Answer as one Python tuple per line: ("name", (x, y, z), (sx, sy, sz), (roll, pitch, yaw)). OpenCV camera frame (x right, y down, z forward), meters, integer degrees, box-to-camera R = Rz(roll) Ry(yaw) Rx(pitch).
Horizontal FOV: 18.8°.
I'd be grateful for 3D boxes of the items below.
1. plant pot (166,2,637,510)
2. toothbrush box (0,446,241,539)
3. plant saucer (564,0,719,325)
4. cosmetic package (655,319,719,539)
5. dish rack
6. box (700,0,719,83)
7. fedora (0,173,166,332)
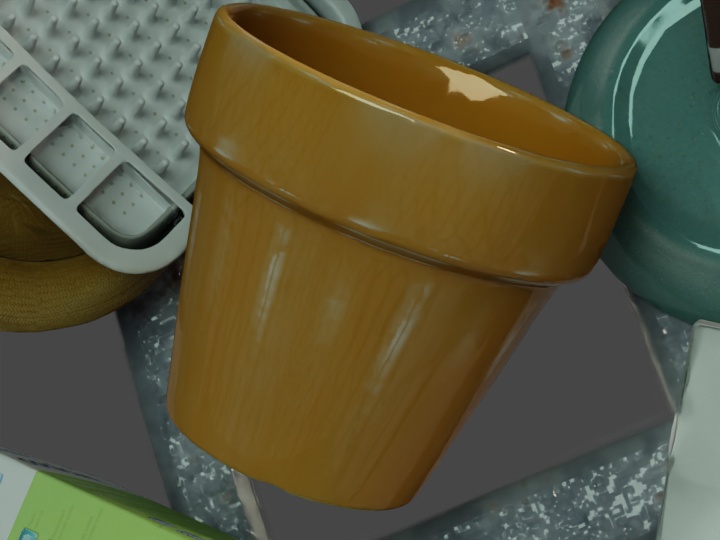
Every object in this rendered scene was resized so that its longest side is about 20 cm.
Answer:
("plant pot", (0.000, 0.000, 0.984), (0.200, 0.200, 0.184), (26, 104, 23))
("toothbrush box", (-0.084, 0.158, 0.990), (0.200, 0.146, 0.086), (22, 86, 22))
("plant saucer", (0.187, -0.071, 1.010), (0.199, 0.036, 0.201), (-4, 76, 18))
("cosmetic package", (0.235, 0.092, 0.928), (0.199, 0.090, 0.107), (10, 81, 24))
("dish rack", (-0.112, -0.105, 1.062), (0.172, 0.044, 0.200), (43, 63, -2))
("box", (0.233, -0.202, 0.931), (0.165, 0.164, 0.201), (2, 64, 15))
("fedora", (-0.184, -0.052, 1.088), (0.200, 0.082, 0.201), (7, 70, -19))
